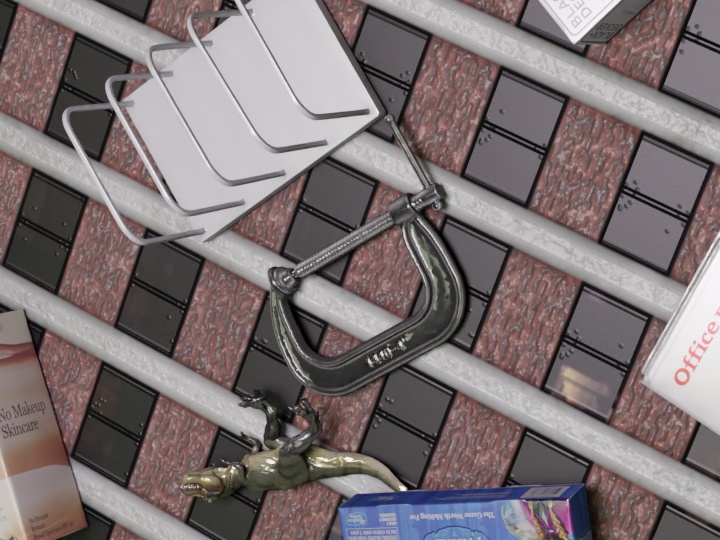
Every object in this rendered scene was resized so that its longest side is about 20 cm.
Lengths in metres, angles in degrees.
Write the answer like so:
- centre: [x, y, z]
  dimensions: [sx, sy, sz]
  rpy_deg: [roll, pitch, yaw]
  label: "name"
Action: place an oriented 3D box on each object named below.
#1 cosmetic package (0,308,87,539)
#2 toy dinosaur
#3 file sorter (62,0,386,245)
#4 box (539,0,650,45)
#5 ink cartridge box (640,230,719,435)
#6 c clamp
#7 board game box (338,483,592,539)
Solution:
- centre: [-0.318, 0.143, 1.933]
  dimensions: [0.087, 0.103, 0.201]
  rpy_deg: [-19, 89, 26]
  label: "cosmetic package"
- centre: [-0.058, 0.145, 1.833]
  dimensions: [0.199, 0.047, 0.089]
  rpy_deg: [-4, 112, 25]
  label: "toy dinosaur"
- centre: [-0.112, -0.127, 1.785]
  dimensions: [0.200, 0.124, 0.139]
  rpy_deg: [-34, 81, 25]
  label: "file sorter"
- centre: [0.202, -0.271, 1.643]
  dimensions: [0.200, 0.060, 0.117]
  rpy_deg: [-42, 77, 25]
  label: "box"
- centre: [0.322, 0.068, 1.609]
  dimensions: [0.199, 0.085, 0.146]
  rpy_deg: [34, 110, 18]
  label: "ink cartridge box"
- centre: [0.000, 0.000, 1.801]
  dimensions: [0.200, 0.027, 0.171]
  rpy_deg: [-36, 85, 24]
  label: "c clamp"
- centre: [0.093, 0.271, 1.762]
  dimensions: [0.199, 0.043, 0.200]
  rpy_deg: [-6, 100, 27]
  label: "board game box"
